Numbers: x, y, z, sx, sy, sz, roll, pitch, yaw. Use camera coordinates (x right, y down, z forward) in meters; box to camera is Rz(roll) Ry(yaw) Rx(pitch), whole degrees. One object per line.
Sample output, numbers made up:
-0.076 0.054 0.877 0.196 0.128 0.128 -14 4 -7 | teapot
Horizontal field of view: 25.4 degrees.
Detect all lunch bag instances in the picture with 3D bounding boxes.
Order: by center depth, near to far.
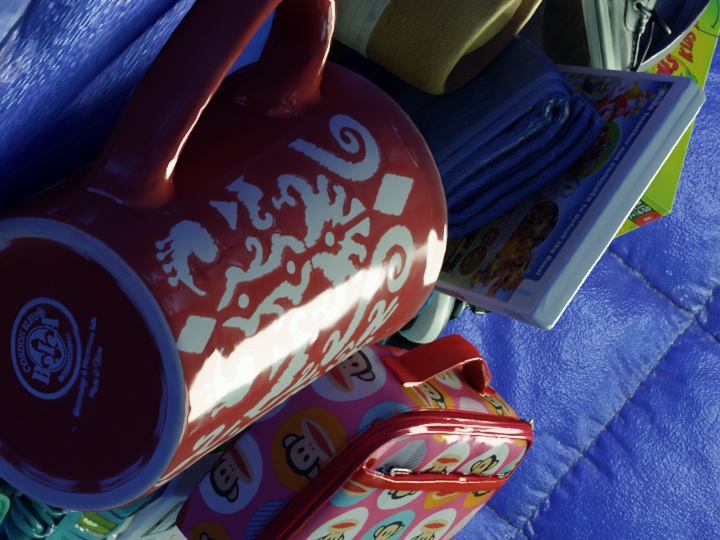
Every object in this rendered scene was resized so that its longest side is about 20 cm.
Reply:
0.009 0.107 0.895 0.176 0.082 0.199 -48 153 17 | lunch bag

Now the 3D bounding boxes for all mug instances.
-0.070 -0.018 0.620 0.132 0.179 0.200 -10 -166 29 | mug

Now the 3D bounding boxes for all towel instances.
0.050 -0.088 0.866 0.111 0.049 0.200 -36 -149 5 | towel

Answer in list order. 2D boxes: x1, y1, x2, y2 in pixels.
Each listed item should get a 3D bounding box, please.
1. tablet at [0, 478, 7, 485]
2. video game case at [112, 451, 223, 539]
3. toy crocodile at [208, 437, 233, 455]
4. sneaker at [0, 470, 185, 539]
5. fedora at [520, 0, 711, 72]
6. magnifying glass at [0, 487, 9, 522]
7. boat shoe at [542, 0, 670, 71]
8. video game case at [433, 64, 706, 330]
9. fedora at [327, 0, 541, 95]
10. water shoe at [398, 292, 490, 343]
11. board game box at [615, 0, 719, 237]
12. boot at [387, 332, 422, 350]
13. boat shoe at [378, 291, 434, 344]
-0.157 0.059 0.901 0.200 0.014 0.130 -51 177 -1 | tablet
-0.093 0.155 1.007 0.181 0.024 0.200 -7 154 -42 | video game case
-0.074 0.105 1.020 0.200 0.067 0.062 34 60 -75 | toy crocodile
-0.155 0.119 0.868 0.079 0.078 0.200 -29 159 -48 | sneaker
0.134 -0.207 0.990 0.201 0.175 0.091 -64 149 -28 | fedora
-0.198 0.110 0.773 0.079 0.022 0.200 -36 165 -34 | magnifying glass
0.137 -0.151 0.882 0.062 0.075 0.201 -19 130 -13 | boat shoe
0.080 -0.049 0.855 0.144 0.018 0.200 -54 -153 -8 | video game case
0.049 -0.150 0.790 0.201 0.082 0.201 -51 177 -4 | fedora
0.072 -0.001 1.133 0.200 0.078 0.072 -79 -165 -65 | water shoe
0.171 -0.112 1.027 0.101 0.047 0.201 -27 -145 52 | board game box
-0.042 0.071 1.274 0.079 0.157 0.211 -48 175 -40 | boot
0.000 0.000 1.032 0.200 0.083 0.069 132 -28 -59 | boat shoe
